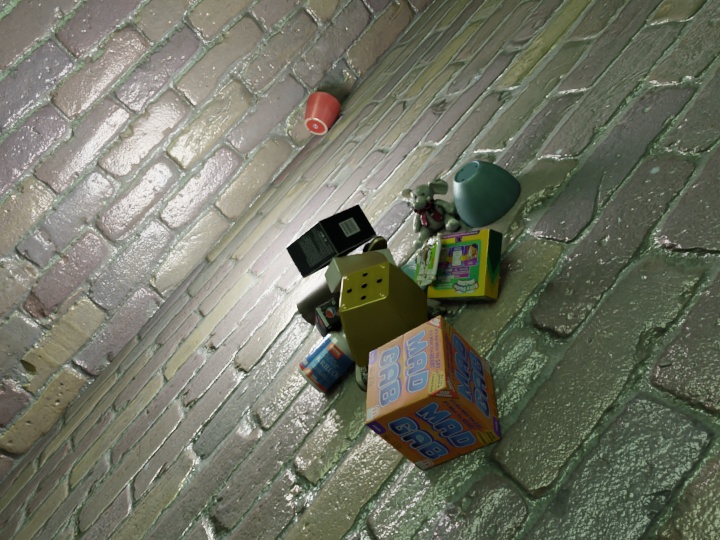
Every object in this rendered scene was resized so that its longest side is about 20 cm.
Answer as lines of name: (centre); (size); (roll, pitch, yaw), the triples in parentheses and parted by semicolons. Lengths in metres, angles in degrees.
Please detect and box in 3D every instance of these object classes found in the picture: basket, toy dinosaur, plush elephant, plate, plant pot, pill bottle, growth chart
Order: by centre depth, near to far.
plant pot: (0.049, 0.097, 1.533); (0.199, 0.177, 0.200); (-18, 38, 19)
toy dinosaur: (0.140, 0.146, 1.629); (0.200, 0.047, 0.088); (-43, 34, 12)
growth chart: (0.183, -0.021, 1.634); (0.200, 0.018, 0.145); (136, 143, -73)
pill bottle: (-0.077, 0.245, 1.717); (0.200, 0.112, 0.112); (-48, 27, -2)
plant pot: (0.352, -0.247, 1.773); (0.200, 0.135, 0.200); (-33, 29, 21)
plate: (0.130, 0.038, 1.809); (0.200, 0.026, 0.200); (-33, 29, 21)
plush elephant: (0.212, -0.202, 1.881); (0.164, 0.155, 0.200); (-25, 34, 34)
basket: (-0.104, 0.082, 1.963); (0.200, 0.136, 0.180); (-39, 15, 20)
plant pot: (-0.231, -0.890, 3.423); (0.200, 0.200, 0.178); (-12, 53, 47)

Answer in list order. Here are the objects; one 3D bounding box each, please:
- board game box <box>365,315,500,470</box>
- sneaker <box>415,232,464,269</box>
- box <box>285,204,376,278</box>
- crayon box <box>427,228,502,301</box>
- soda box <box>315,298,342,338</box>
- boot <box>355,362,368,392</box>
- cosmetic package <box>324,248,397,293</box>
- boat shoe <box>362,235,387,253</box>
board game box: (0.151, 0.263, 1.277); (0.200, 0.200, 0.200); (-31, 31, 26)
sneaker: (0.241, -0.071, 1.728); (0.200, 0.078, 0.080); (-29, 48, 22)
box: (-0.093, -0.092, 1.893); (0.200, 0.124, 0.196); (-29, -3, -46)
crayon box: (0.272, -0.009, 1.570); (0.200, 0.058, 0.173); (-6, 75, 51)
soda box: (-0.092, 0.153, 1.780); (0.063, 0.071, 0.200); (-29, -16, -14)
boot: (0.059, 0.212, 1.604); (0.153, 0.073, 0.204); (-26, 47, 30)
cosmetic package: (0.000, 0.000, 1.834); (0.071, 0.199, 0.105); (66, 150, 22)
boat shoe: (0.032, -0.059, 1.924); (0.072, 0.200, 0.072); (-16, 64, -19)
